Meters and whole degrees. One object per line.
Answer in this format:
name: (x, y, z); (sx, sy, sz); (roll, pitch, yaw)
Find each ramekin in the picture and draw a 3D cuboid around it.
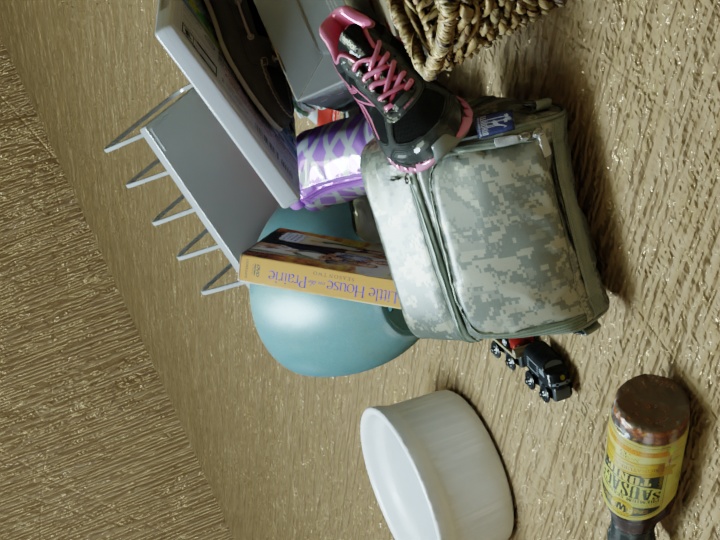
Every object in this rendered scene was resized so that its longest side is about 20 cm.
ramekin: (0.085, 0.226, 1.992); (0.201, 0.098, 0.201); (57, 159, 36)

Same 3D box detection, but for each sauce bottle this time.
sauce bottle: (0.230, 0.168, 1.505); (0.200, 0.066, 0.066); (86, 158, -47)

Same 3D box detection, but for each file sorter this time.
file sorter: (-0.152, -0.093, 1.929); (0.124, 0.139, 0.200); (-13, 115, 53)

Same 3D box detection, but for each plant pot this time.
plant pot: (0.006, 0.015, 1.883); (0.135, 0.200, 0.200); (5, 117, 45)

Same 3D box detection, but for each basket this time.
basket: (0.046, -0.260, 1.354); (0.143, 0.149, 0.200); (5, -120, -67)

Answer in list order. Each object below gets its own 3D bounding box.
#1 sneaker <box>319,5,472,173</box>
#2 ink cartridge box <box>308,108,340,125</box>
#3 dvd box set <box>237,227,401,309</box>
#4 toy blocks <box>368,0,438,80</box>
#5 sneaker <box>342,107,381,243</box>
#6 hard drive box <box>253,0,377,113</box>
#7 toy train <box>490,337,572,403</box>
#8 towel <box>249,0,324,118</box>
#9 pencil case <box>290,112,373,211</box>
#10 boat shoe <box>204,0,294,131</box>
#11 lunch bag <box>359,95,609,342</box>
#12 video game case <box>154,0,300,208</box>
sneaker: (0.019, -0.150, 1.456); (0.095, 0.079, 0.200); (44, -174, -35)
ink cartridge box: (-0.052, -0.211, 1.902); (0.162, 0.050, 0.200); (96, 171, -58)
dvd box set: (0.000, 0.000, 1.726); (0.146, 0.200, 0.029); (-41, -40, -73)
toy blocks: (0.034, -0.249, 1.617); (0.200, 0.100, 0.137); (-113, 3, -53)
sneaker: (0.025, -0.126, 1.821); (0.081, 0.083, 0.200); (107, 158, -82)
hard drive box: (-0.032, -0.232, 1.680); (0.156, 0.077, 0.200); (67, -168, 4)
toy train: (0.140, 0.062, 1.725); (0.200, 0.034, 0.046); (-136, 33, -56)
towel: (-0.081, -0.257, 1.771); (0.149, 0.031, 0.200); (42, -146, -77)
pencil case: (0.020, -0.104, 1.693); (0.200, 0.086, 0.084); (-11, 138, 45)
boat shoe: (-0.099, -0.223, 1.658); (0.200, 0.057, 0.067); (64, -167, 15)
lunch bag: (0.113, -0.044, 1.512); (0.168, 0.139, 0.200); (1, 114, 43)
video game case: (-0.118, -0.172, 1.656); (0.200, 0.022, 0.182); (53, -166, -26)
